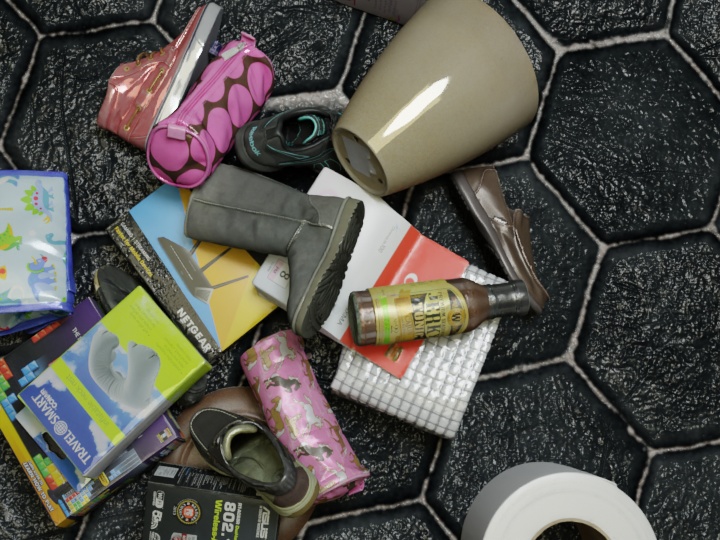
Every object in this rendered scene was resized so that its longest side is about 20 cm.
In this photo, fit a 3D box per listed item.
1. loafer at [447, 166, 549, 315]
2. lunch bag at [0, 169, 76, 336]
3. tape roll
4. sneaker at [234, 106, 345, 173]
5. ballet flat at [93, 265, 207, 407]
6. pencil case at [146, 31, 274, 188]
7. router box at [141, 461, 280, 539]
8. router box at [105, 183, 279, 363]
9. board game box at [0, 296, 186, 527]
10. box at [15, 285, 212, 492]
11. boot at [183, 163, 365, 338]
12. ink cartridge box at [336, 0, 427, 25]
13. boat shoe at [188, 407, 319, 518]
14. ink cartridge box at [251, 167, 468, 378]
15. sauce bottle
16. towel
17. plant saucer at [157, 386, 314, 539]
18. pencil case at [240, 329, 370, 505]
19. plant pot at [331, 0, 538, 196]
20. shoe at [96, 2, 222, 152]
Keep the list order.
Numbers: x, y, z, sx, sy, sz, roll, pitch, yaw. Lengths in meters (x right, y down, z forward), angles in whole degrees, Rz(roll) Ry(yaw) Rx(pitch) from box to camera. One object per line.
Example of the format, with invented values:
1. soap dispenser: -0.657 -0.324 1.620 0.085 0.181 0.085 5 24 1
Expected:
1. loafer: 0.180 -0.043 1.116 0.070 0.073 0.202 -27 86 -6
2. lunch bag: -0.423 -0.017 1.052 0.196 0.128 0.173 -10 73 6
3. tape roll: 0.220 0.324 1.041 0.199 0.139 0.207 0 84 -2
4. sneaker: -0.048 -0.153 1.081 0.198 0.079 0.077 -15 88 -40
5. ballet flat: -0.255 0.079 1.094 0.201 0.057 0.066 52 42 9
6. pencil case: -0.171 -0.187 1.065 0.090 0.094 0.201 25 48 -1
7. router box: -0.169 0.327 1.033 0.147 0.062 0.204 7 100 -1
8. router box: -0.185 -0.012 1.106 0.149 0.051 0.201 -38 87 -9
9. board game box: -0.322 0.161 1.063 0.164 0.057 0.201 -36 76 -5
10. box: -0.277 0.130 1.017 0.200 0.048 0.122 -43 78 -9
11. boot: -0.110 -0.029 1.014 0.197 0.073 0.184 15 60 15
12. ink cartridge box: 0.037 -0.361 1.127 0.197 0.115 0.069 19 82 0
13. boat shoe: -0.123 0.190 0.993 0.072 0.066 0.200 -45 44 -20
14. ink cartridge box: 0.000 0.000 1.051 0.198 0.057 0.164 29 79 18
15. sauce bottle: 0.087 0.040 1.012 0.196 0.065 0.066 -9 83 -9
16. towel: 0.071 0.079 1.092 0.163 0.086 0.203 21 78 8
17. plant saucer: -0.143 0.239 1.087 0.197 0.037 0.204 0 83 -3
18. pencil case: -0.064 0.168 1.055 0.085 0.083 0.202 -20 70 -21
19. plant pot: 0.067 -0.182 1.050 0.199 0.187 0.188 -40 86 -19
20. shoe: -0.244 -0.246 1.123 0.090 0.071 0.203 24 86 -2
